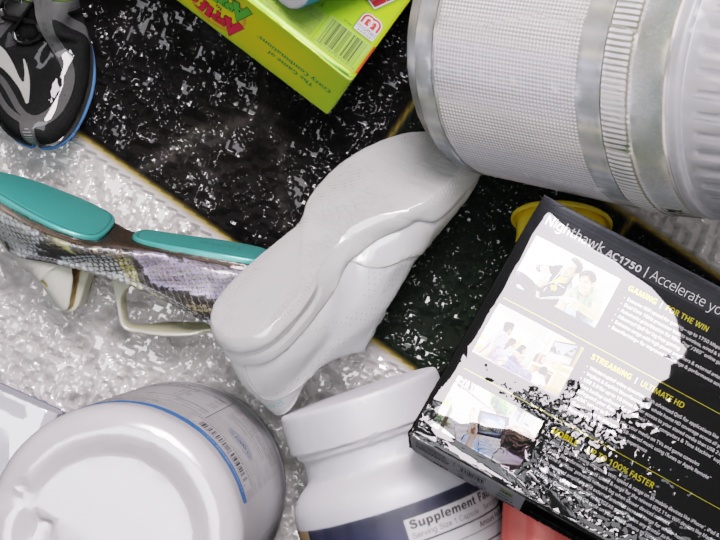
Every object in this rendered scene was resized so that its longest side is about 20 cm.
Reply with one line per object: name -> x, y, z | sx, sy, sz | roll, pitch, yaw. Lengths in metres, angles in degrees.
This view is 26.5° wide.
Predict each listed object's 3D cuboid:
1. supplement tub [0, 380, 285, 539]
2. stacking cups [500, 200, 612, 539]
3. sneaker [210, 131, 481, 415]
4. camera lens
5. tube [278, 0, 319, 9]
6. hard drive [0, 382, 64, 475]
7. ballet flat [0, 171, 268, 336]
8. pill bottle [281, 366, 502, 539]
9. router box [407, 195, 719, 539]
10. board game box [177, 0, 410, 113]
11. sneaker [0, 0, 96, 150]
supplement tub -> -0.114, 0.130, 0.831 | 0.131, 0.200, 0.133 | 0, 89, 4
stacking cups -> 0.109, 0.064, 0.858 | 0.060, 0.061, 0.201 | 4, 72, 4
sneaker -> 0.000, 0.000, 0.890 | 0.200, 0.089, 0.075 | -42, 43, -21
camera lens -> 0.136, -0.117, 0.807 | 0.199, 0.160, 0.161 | 16, 91, 37
tube -> 0.032, -0.204, 0.864 | 0.199, 0.050, 0.078 | -28, 89, -31
hard drive -> -0.279, 0.153, 0.930 | 0.131, 0.025, 0.201 | 23, 91, 4
ballet flat -> -0.148, -0.002, 0.904 | 0.199, 0.072, 0.072 | 16, 91, 6
pill bottle -> 0.029, 0.163, 0.864 | 0.115, 0.116, 0.201 | -18, 87, 4
router box -> 0.146, 0.074, 0.793 | 0.199, 0.051, 0.150 | 29, 78, 10
board game box -> -0.066, -0.193, 0.873 | 0.200, 0.048, 0.102 | 37, 62, -5
sneaker -> -0.196, -0.172, 0.899 | 0.070, 0.083, 0.201 | 1, 90, 4
